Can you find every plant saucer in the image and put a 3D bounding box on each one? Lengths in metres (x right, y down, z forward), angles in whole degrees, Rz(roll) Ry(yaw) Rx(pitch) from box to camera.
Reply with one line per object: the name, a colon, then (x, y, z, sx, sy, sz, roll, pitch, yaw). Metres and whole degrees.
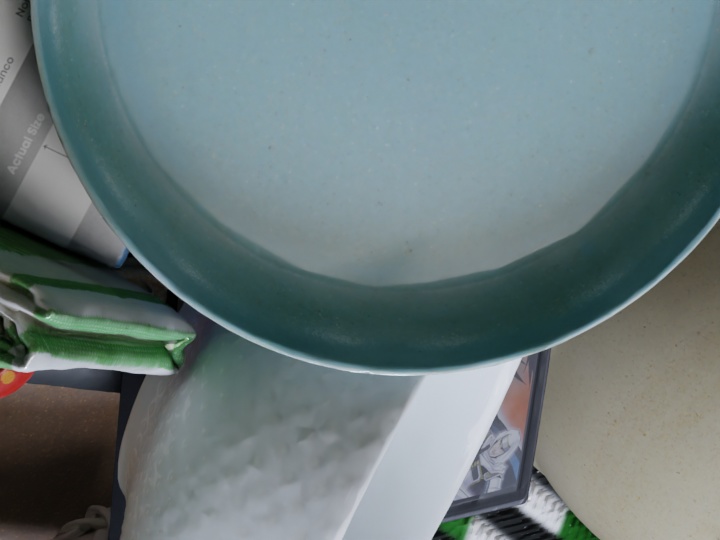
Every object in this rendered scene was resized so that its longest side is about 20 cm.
plant saucer: (0.015, -0.073, 0.649, 0.198, 0.027, 0.202, -2, 104, -9)
plant saucer: (-0.137, 0.091, 0.954, 0.199, 0.035, 0.201, -18, 139, -16)

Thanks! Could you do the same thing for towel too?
towel: (-0.145, -0.025, 0.657, 0.024, 0.199, 0.153, -64, 169, 3)

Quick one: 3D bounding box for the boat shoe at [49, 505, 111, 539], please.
boat shoe: (-0.095, 0.120, 0.946, 0.199, 0.071, 0.070, 26, 88, -43)

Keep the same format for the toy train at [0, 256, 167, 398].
toy train: (-0.136, 0.042, 0.756, 0.199, 0.085, 0.116, 13, 110, -37)

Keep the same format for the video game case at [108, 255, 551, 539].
video game case: (0.000, 0.000, 0.869, 0.180, 0.025, 0.202, -9, 113, -40)

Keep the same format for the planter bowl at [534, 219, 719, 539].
planter bowl: (0.176, 0.065, 1.057, 0.199, 0.135, 0.201, -18, 141, -15)

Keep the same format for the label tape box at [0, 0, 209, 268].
label tape box: (-0.120, -0.107, 0.651, 0.199, 0.066, 0.144, 25, 97, -30)

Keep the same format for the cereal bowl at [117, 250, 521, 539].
cereal bowl: (-0.016, 0.045, 0.771, 0.201, 0.083, 0.200, -60, 169, -19)

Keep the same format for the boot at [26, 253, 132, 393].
boot: (-0.143, 0.027, 0.833, 0.199, 0.066, 0.166, 0, 116, -38)
